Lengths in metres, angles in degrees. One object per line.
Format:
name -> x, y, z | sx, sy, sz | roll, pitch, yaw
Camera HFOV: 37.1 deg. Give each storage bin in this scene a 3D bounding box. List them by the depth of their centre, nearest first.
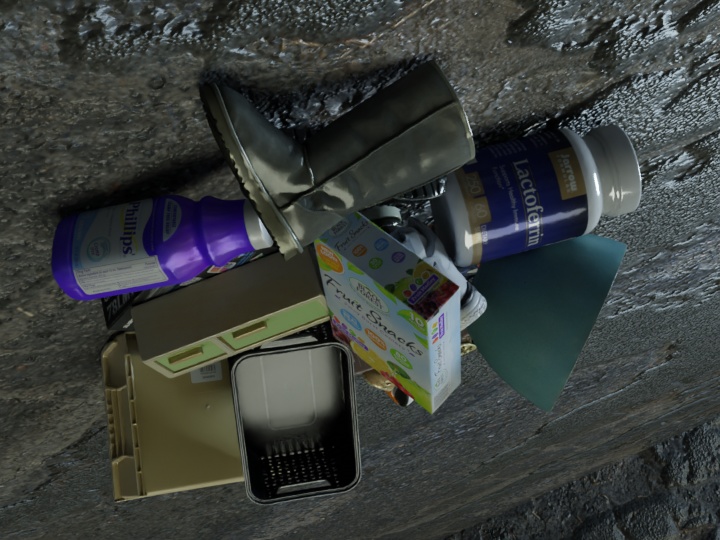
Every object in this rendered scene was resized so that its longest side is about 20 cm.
storage bin -> -0.077, 0.154, 1.232 | 0.135, 0.094, 0.201 | -8, 115, -8
storage bin -> -0.205, 0.172, 1.329 | 0.199, 0.199, 0.094 | -3, 172, -30

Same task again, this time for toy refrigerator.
toy refrigerator -> -0.129, 0.046, 1.123 | 0.199, 0.070, 0.076 | -20, 158, 6

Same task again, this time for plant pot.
plant pot -> 0.189, 0.036, 1.179 | 0.134, 0.200, 0.200 | 25, 159, 9

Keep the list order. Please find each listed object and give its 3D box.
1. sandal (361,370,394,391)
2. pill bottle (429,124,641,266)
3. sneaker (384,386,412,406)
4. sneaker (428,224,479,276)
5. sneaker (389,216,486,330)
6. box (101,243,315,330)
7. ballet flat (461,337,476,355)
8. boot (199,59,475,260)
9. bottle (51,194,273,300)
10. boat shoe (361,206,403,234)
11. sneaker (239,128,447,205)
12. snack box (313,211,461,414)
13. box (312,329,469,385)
sandal -> 0.023, 0.123, 1.394 | 0.211, 0.078, 0.070 | -7, 120, 19
pill bottle -> 0.178, -0.082, 1.107 | 0.199, 0.116, 0.116 | -15, 158, -6
sneaker -> 0.082, 0.101, 1.479 | 0.092, 0.076, 0.200 | -38, 160, -32
sneaker -> 0.148, -0.031, 1.284 | 0.199, 0.076, 0.078 | -6, 167, -10
sneaker -> 0.057, 0.006, 1.132 | 0.075, 0.115, 0.200 | -37, -171, -12
box -> -0.150, 0.005, 1.163 | 0.198, 0.050, 0.200 | 0, 152, -39
ballet flat -> 0.186, 0.055, 1.402 | 0.200, 0.046, 0.067 | -40, 158, 12
boot -> -0.015, -0.122, 0.911 | 0.200, 0.073, 0.182 | -30, 121, -3
bottle -> -0.180, -0.027, 0.983 | 0.199, 0.084, 0.065 | -10, 145, 11
boat shoe -> 0.000, 0.000, 1.241 | 0.072, 0.061, 0.201 | -7, 156, -22
sneaker -> -0.017, -0.092, 1.021 | 0.199, 0.076, 0.088 | 3, 161, -24
snack box -> 0.029, 0.042, 1.041 | 0.053, 0.142, 0.200 | -45, 155, -21
box -> 0.034, 0.065, 1.325 | 0.199, 0.075, 0.100 | -20, -165, -1
